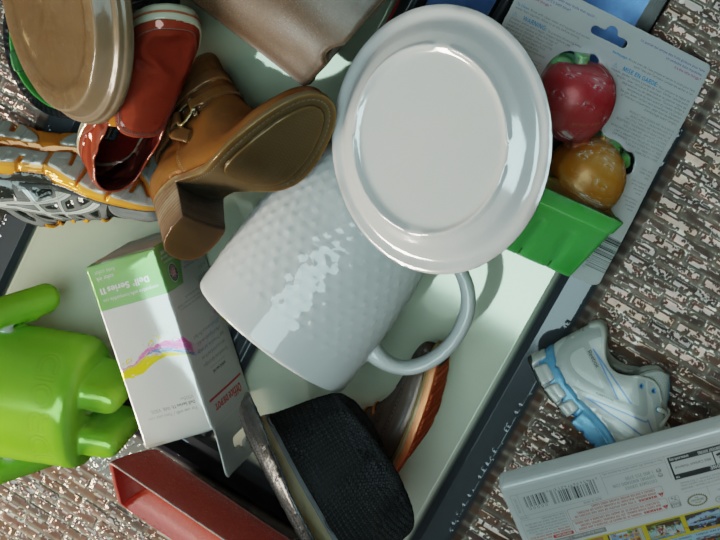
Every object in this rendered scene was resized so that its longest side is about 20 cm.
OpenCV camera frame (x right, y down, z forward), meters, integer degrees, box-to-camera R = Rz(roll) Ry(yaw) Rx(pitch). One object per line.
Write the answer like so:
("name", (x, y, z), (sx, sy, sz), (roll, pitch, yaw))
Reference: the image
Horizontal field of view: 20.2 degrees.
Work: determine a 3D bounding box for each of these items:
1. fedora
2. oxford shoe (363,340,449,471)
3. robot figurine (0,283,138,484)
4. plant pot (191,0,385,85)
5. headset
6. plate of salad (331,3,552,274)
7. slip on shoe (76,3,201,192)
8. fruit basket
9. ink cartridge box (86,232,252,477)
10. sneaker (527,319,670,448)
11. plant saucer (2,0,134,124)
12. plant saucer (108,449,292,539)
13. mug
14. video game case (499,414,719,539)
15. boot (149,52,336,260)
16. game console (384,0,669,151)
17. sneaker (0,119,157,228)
("fedora", (-0.016, 0.170, 1.617), (0.091, 0.201, 0.201), (-29, 94, 0))
("oxford shoe", (0.013, 0.138, 1.696), (0.073, 0.071, 0.201), (29, 108, 11))
("robot figurine", (-0.291, 0.105, 1.740), (0.199, 0.116, 0.176), (8, 116, 13))
("plant pot", (-0.065, -0.264, 1.573), (0.198, 0.200, 0.200), (41, 109, -6))
("headset", (-0.227, -0.193, 1.653), (0.199, 0.094, 0.124), (-14, 95, 39))
("plate of salad", (0.063, -0.098, 1.513), (0.199, 0.048, 0.201), (3, 94, 38))
("slip on shoe", (-0.174, -0.136, 1.608), (0.200, 0.074, 0.061), (-56, 41, 44))
("fruit basket", (0.155, -0.108, 1.581), (0.185, 0.094, 0.201), (21, 97, -25))
("ink cartridge box", (-0.154, 0.073, 1.697), (0.067, 0.117, 0.201), (-15, 97, 15))
("sneaker", (0.228, 0.126, 1.640), (0.087, 0.075, 0.200), (-38, 93, 9))
("plant saucer", (-0.235, -0.211, 1.579), (0.200, 0.029, 0.201), (31, 128, 50))
("plant saucer", (-0.117, 0.221, 1.702), (0.200, 0.200, 0.037), (34, 74, 6))
("mug", (0.000, 0.000, 1.630), (0.200, 0.148, 0.176), (37, 98, 0))
("video game case", (0.233, 0.209, 1.608), (0.199, 0.023, 0.183), (-17, 119, 15))
("boot", (-0.105, -0.121, 1.620), (0.074, 0.155, 0.200), (29, 125, -36))
("game console", (0.133, -0.207, 1.568), (0.119, 0.172, 0.201), (40, 110, 31))
("sneaker", (-0.251, -0.072, 1.721), (0.199, 0.078, 0.077), (14, 128, 9))
